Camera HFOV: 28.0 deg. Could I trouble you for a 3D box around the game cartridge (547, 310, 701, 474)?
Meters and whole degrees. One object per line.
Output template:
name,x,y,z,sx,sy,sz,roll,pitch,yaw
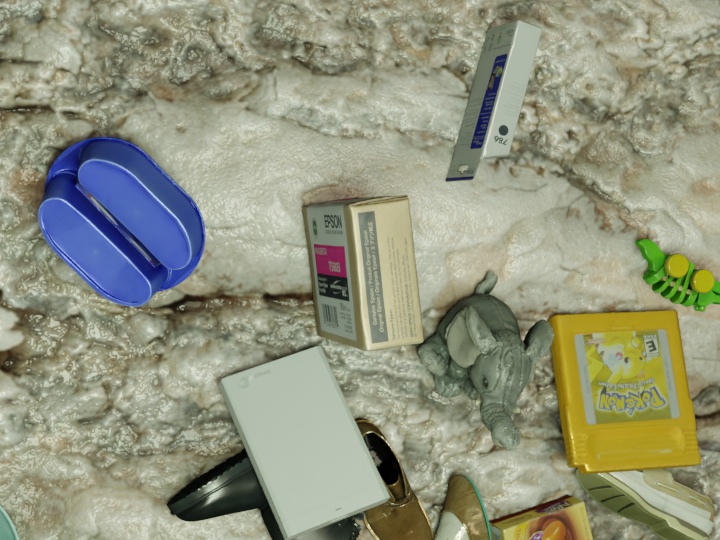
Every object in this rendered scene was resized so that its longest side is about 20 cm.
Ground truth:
game cartridge,0.332,0.151,1.815,0.176,0.032,0.200,-2,74,-16

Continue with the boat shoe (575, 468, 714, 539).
boat shoe,0.364,0.283,1.845,0.200,0.075,0.068,33,64,-13

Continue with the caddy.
caddy,-0.268,-0.055,1.627,0.141,0.105,0.200,-41,103,14

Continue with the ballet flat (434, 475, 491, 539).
ballet flat,0.126,0.355,1.774,0.072,0.068,0.200,-20,103,-32

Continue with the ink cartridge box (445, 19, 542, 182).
ink cartridge box,0.160,-0.198,1.745,0.039,0.099,0.200,17,88,-17

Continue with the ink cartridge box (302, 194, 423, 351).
ink cartridge box,0.000,0.000,1.654,0.075,0.200,0.165,-9,94,-16

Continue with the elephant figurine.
elephant figurine,0.163,0.103,1.705,0.141,0.200,0.155,-29,100,-13

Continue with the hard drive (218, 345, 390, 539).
hard drive,-0.066,0.197,1.675,0.132,0.026,0.200,-18,71,-23

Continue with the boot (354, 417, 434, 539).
boot,0.037,0.276,1.742,0.074,0.075,0.200,-29,101,-15

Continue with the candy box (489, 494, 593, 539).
candy box,0.243,0.397,1.817,0.117,0.056,0.200,-15,95,-15

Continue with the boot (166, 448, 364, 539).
boot,-0.107,0.289,1.700,0.198,0.073,0.163,-30,96,-20

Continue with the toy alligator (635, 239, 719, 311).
toy alligator,0.427,0.026,1.852,0.200,0.059,0.054,29,84,-15

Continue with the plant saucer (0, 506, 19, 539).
plant saucer,-0.481,0.327,1.613,0.200,0.036,0.200,-1,93,-17
